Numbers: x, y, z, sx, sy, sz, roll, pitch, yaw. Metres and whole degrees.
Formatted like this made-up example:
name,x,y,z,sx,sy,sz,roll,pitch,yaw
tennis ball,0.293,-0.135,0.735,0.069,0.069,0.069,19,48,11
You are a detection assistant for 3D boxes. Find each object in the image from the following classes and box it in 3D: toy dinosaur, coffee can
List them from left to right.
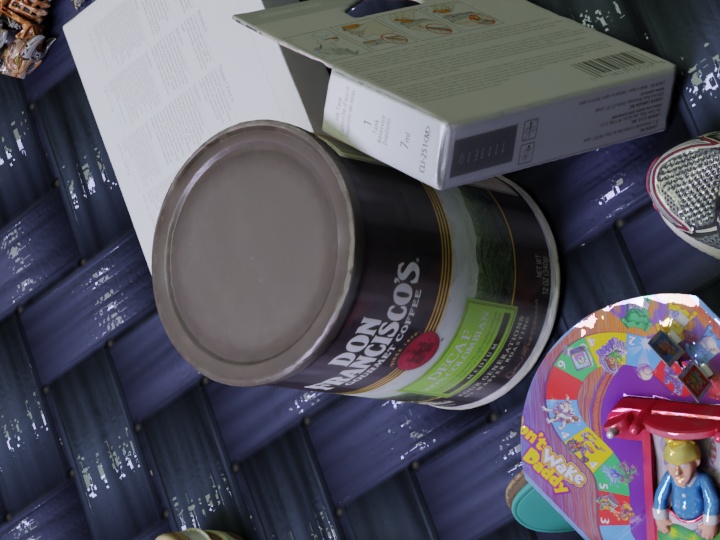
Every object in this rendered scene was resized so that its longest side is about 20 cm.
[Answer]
name,x,y,z,sx,sy,sz,roll,pitch,yaw
toy dinosaur,-0.240,-0.236,1.987,0.135,0.102,0.201,10,73,15
coffee can,0.000,0.000,1.674,0.146,0.200,0.147,-6,81,38

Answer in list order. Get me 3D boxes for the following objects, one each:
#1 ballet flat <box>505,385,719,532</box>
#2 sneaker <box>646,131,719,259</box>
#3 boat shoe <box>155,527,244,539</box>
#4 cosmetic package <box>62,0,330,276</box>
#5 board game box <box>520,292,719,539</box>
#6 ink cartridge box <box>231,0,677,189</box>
name,x,y,z,sx,sy,sz,roll,pitch,yaw
ballet flat,0.168,0.088,1.631,0.199,0.071,0.065,-23,42,30
sneaker,0.239,-0.036,1.582,0.199,0.075,0.081,16,92,39
boat shoe,-0.089,0.253,1.778,0.072,0.076,0.201,-32,65,27
cosmetic package,-0.096,-0.112,1.864,0.151,0.052,0.201,-36,62,29
board game box,0.170,0.115,1.570,0.200,0.039,0.158,46,122,4
ink cartridge box,0.052,-0.112,1.659,0.173,0.200,0.044,27,120,38
